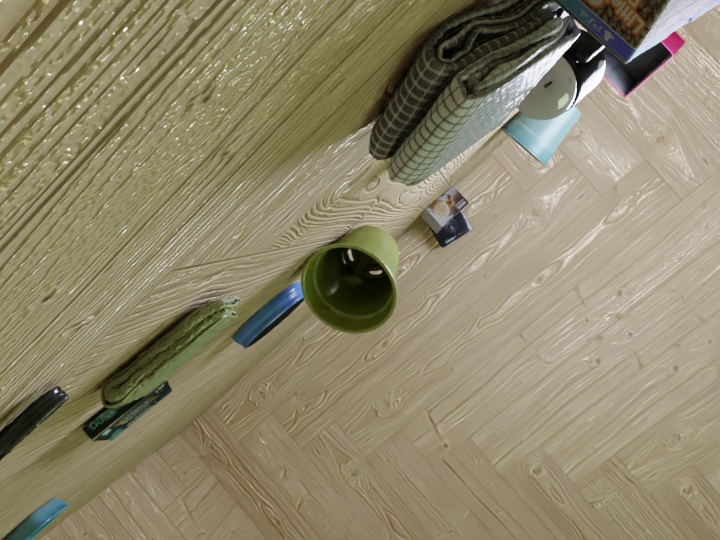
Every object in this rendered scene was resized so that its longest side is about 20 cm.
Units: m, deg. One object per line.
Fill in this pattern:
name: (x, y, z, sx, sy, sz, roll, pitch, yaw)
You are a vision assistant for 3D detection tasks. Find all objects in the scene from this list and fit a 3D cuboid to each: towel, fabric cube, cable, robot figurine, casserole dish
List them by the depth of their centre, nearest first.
cable: (-0.351, 0.192, 0.561, 0.200, 0.050, 0.097, -39, 178, -21)
towel: (0.110, -0.192, 0.615, 0.200, 0.086, 0.166, -38, 175, -29)
towel: (-0.246, 0.104, 0.807, 0.200, 0.037, 0.148, -42, 178, -5)
robot figurine: (0.341, -0.343, 1.039, 0.200, 0.125, 0.151, -40, 147, -32)
casserole dish: (-0.774, 0.606, 1.407, 0.200, 0.039, 0.121, -43, 177, 11)
fabric cube: (0.905, -0.731, 1.980, 0.199, 0.200, 0.196, -41, 178, -42)

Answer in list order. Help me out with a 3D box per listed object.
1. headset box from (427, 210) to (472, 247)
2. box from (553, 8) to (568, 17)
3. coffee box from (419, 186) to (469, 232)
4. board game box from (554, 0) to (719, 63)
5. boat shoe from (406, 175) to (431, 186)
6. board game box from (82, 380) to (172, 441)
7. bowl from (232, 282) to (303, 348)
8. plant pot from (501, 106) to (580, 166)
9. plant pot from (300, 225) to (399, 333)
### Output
headset box: (0.416, -0.241, 2.912, 0.174, 0.201, 0.093, -31, -176, 4)
box: (0.277, -0.354, 0.675, 0.200, 0.050, 0.158, -41, 178, 6)
coffee box: (0.389, -0.283, 2.779, 0.200, 0.114, 0.080, -39, 177, -24)
board game box: (0.282, -0.304, 0.496, 0.159, 0.097, 0.200, -34, 163, -20)
boat shoe: (0.137, -0.220, 0.974, 0.200, 0.057, 0.067, -38, -146, 8)
board game box: (-0.377, 0.226, 0.992, 0.135, 0.028, 0.200, -40, 178, -21)
bowl: (-0.206, 0.107, 1.394, 0.200, 0.039, 0.201, -41, 177, -2)
plant pot: (0.608, -0.484, 1.994, 0.196, 0.200, 0.200, -50, 175, 16)
plant pot: (0.000, 0.000, 1.262, 0.200, 0.200, 0.184, -42, -172, 30)
